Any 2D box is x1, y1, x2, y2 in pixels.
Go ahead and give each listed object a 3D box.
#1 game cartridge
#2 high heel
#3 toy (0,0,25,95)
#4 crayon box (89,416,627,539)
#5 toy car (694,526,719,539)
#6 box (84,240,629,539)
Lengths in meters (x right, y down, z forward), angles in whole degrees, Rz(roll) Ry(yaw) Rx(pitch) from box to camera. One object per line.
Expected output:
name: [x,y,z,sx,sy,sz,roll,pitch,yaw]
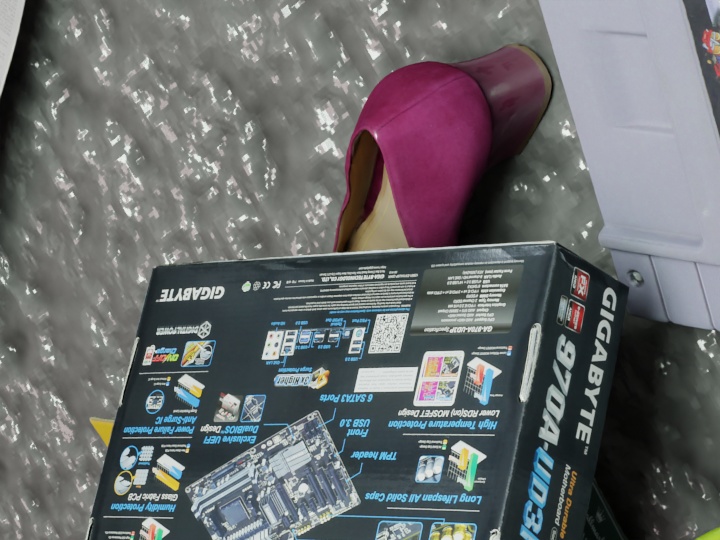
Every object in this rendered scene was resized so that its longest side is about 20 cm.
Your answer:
game cartridge: [0.119,-0.065,0.929,0.130,0.038,0.200,14,131,49]
high heel: [0.000,0.000,1.055,0.067,0.096,0.200,38,128,24]
toy: [-0.196,-0.068,1.239,0.115,0.047,0.200,37,124,30]
crayon box: [0.004,0.092,1.090,0.200,0.052,0.126,3,134,40]
toy car: [0.155,0.180,0.970,0.150,0.175,0.200,162,84,-81]
box: [-0.010,0.074,0.982,0.200,0.046,0.159,-4,67,42]
